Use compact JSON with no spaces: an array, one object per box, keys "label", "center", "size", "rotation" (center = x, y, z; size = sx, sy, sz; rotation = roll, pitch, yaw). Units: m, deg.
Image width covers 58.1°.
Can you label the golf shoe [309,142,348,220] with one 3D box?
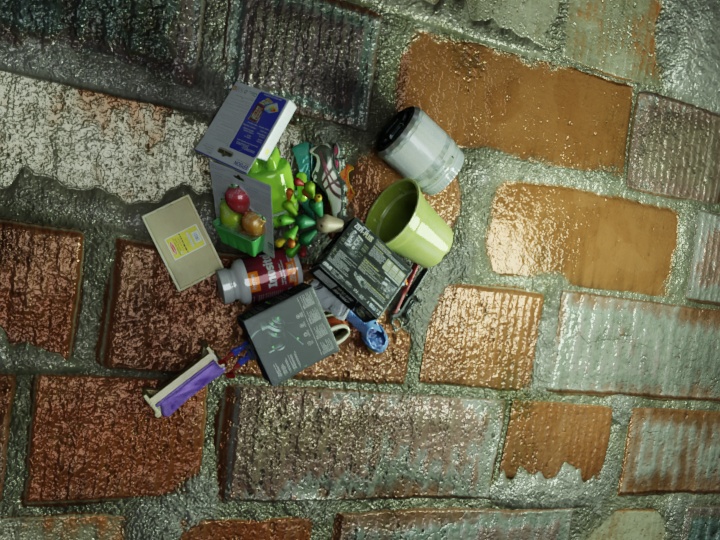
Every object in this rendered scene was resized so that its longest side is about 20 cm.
[{"label":"golf shoe","center":[-0.075,-0.216,1.616],"size":[0.087,0.077,0.203],"rotation":[-5,89,2]}]

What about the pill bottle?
[{"label":"pill bottle","center":[-0.250,0.017,1.602],"size":[0.197,0.113,0.115],"rotation":[-15,100,-19]}]

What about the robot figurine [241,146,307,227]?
[{"label":"robot figurine","center":[-0.216,-0.195,1.577],"size":[0.173,0.116,0.202],"rotation":[-7,122,5]}]

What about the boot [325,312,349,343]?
[{"label":"boot","center":[-0.124,0.168,1.669],"size":[0.197,0.107,0.076],"rotation":[-19,110,-15]}]

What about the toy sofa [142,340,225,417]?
[{"label":"toy sofa","center":[-0.422,0.272,1.575],"size":[0.199,0.083,0.098],"rotation":[-38,106,-14]}]

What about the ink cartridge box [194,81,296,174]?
[{"label":"ink cartridge box","center":[-0.271,-0.332,1.525],"size":[0.202,0.196,0.047],"rotation":[-61,147,-3]}]

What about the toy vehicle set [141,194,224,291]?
[{"label":"toy vehicle set","center":[-0.429,-0.067,1.570],"size":[0.123,0.026,0.202],"rotation":[-27,104,-17]}]

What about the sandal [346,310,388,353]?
[{"label":"sandal","center":[0.018,0.144,1.731],"size":[0.079,0.087,0.201],"rotation":[-38,105,-3]}]

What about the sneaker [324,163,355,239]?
[{"label":"sneaker","center":[-0.051,-0.180,1.682],"size":[0.076,0.073,0.203],"rotation":[7,93,-18]}]

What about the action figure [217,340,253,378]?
[{"label":"action figure","center":[-0.248,0.181,1.596],"size":[0.200,0.098,0.066],"rotation":[-46,115,-46]}]

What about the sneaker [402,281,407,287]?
[{"label":"sneaker","center":[0.028,0.016,1.742],"size":[0.197,0.075,0.080],"rotation":[-3,76,-20]}]

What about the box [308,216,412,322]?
[{"label":"box","center":[0.000,0.000,1.603],"size":[0.200,0.086,0.165],"rotation":[41,66,-11]}]

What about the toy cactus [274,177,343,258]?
[{"label":"toy cactus","center":[-0.115,-0.116,1.540],"size":[0.163,0.102,0.203],"rotation":[4,108,-26]}]

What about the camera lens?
[{"label":"camera lens","center":[0.154,-0.316,1.703],"size":[0.199,0.160,0.161],"rotation":[37,82,-20]}]

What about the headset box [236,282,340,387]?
[{"label":"headset box","center":[-0.178,0.153,1.541],"size":[0.198,0.093,0.176],"rotation":[-28,102,-18]}]

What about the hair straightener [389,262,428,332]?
[{"label":"hair straightener","center":[0.142,0.083,1.800],"size":[0.076,0.041,0.202],"rotation":[25,86,-21]}]

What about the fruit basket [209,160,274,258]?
[{"label":"fruit basket","center":[-0.271,-0.144,1.518],"size":[0.094,0.183,0.202],"rotation":[-39,144,-47]}]

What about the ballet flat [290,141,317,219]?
[{"label":"ballet flat","center":[-0.146,-0.224,1.654],"size":[0.069,0.067,0.203],"rotation":[-5,97,4]}]

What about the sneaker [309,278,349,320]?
[{"label":"sneaker","center":[-0.102,0.092,1.652],"size":[0.199,0.075,0.115],"rotation":[-38,72,-1]}]

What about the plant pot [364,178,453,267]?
[{"label":"plant pot","center":[0.141,-0.108,1.716],"size":[0.183,0.200,0.202],"rotation":[33,83,-32]}]
